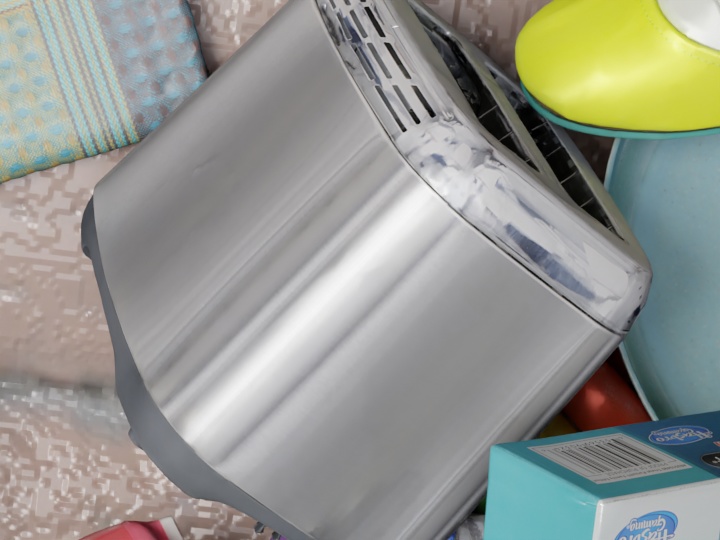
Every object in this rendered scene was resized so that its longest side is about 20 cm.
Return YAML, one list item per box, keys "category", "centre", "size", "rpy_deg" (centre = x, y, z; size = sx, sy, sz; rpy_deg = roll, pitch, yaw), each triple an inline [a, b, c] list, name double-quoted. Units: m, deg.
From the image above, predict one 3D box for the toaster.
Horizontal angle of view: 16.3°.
- category: "toaster"
  centre: [0.000, 0.000, 0.734]
  size: [0.114, 0.200, 0.129]
  rpy_deg: [36, 105, -26]

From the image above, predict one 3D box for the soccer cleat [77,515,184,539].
- category: "soccer cleat"
  centre: [-0.068, 0.167, 0.810]
  size: [0.076, 0.067, 0.200]
  rpy_deg: [-23, 126, -16]

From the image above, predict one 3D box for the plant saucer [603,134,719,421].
- category: "plant saucer"
  centre: [0.166, 0.002, 0.797]
  size: [0.200, 0.027, 0.201]
  rpy_deg: [4, 74, -14]

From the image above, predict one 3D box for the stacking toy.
- category: "stacking toy"
  centre: [0.048, 0.067, 0.821]
  size: [0.200, 0.085, 0.085]
  rpy_deg: [-44, 101, -2]

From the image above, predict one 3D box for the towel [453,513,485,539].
- category: "towel"
  centre: [0.090, 0.175, 0.793]
  size: [0.165, 0.086, 0.201]
  rpy_deg: [0, 106, -40]

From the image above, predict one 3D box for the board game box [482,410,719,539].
- category: "board game box"
  centre: [0.097, 0.140, 0.704]
  size: [0.151, 0.047, 0.201]
  rpy_deg: [-6, 109, -36]

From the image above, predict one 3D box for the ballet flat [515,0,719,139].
- category: "ballet flat"
  centre: [0.145, -0.085, 0.762]
  size: [0.199, 0.067, 0.067]
  rpy_deg: [-4, 144, -17]

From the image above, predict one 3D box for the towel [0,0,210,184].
- category: "towel"
  centre: [-0.159, -0.089, 0.799]
  size: [0.200, 0.022, 0.147]
  rpy_deg: [-16, 102, -1]
